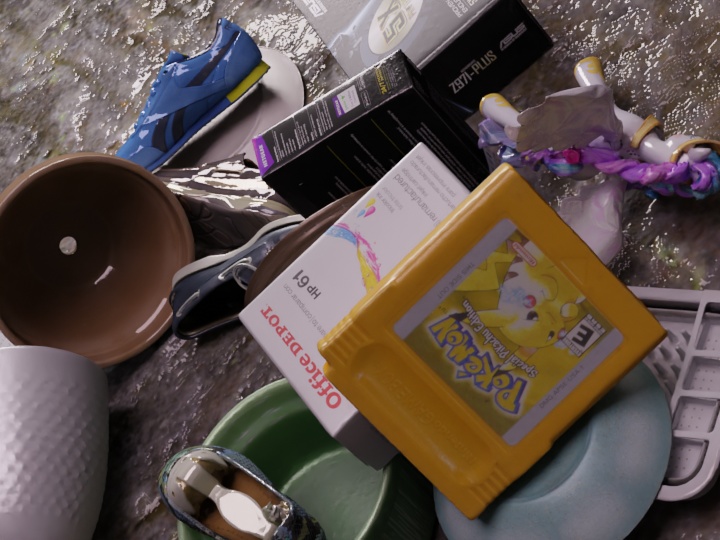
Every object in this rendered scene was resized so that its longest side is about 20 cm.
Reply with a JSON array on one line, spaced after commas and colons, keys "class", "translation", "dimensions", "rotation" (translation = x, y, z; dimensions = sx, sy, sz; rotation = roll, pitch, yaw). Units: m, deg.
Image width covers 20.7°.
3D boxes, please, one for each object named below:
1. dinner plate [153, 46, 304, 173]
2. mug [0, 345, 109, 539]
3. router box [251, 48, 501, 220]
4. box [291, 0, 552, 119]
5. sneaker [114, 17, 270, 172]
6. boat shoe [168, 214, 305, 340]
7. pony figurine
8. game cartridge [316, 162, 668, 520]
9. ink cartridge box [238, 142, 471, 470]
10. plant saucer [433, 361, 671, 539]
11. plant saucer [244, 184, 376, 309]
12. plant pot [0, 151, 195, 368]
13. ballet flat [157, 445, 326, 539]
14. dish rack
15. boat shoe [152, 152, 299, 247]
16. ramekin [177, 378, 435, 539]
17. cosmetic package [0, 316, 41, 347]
[{"class": "dinner plate", "translation": [-0.144, -0.142, 1.934], "dimensions": [0.200, 0.024, 0.201], "rotation": [-19, 50, 24]}, {"class": "mug", "translation": [-0.308, 0.189, 1.752], "dimensions": [0.200, 0.147, 0.176], "rotation": [-44, 43, 48]}, {"class": "router box", "translation": [0.026, -0.078, 1.636], "dimensions": [0.149, 0.200, 0.051], "rotation": [-30, 47, 16]}, {"class": "box", "translation": [0.053, -0.230, 1.806], "dimensions": [0.164, 0.086, 0.200], "rotation": [-40, 45, 7]}, {"class": "sneaker", "translation": [-0.182, -0.160, 1.890], "dimensions": [0.200, 0.078, 0.066], "rotation": [-42, 14, 3]}, {"class": "boat shoe", "translation": [-0.091, 0.007, 1.753], "dimensions": [0.200, 0.075, 0.062], "rotation": [-20, 48, 26]}, {"class": "pony figurine", "translation": [0.182, -0.095, 1.565], "dimensions": [0.193, 0.167, 0.200], "rotation": [-21, 31, -23]}, {"class": "game cartridge", "translation": [0.092, 0.053, 1.407], "dimensions": [0.200, 0.176, 0.032], "rotation": [-45, 14, 3]}, {"class": "ink cartridge box", "translation": [0.029, 0.028, 1.489], "dimensions": [0.200, 0.085, 0.145], "rotation": [-44, 54, 4]}, {"class": "plant saucer", "translation": [0.133, 0.131, 1.466], "dimensions": [0.201, 0.039, 0.202], "rotation": [-19, 52, 26]}, {"class": "plant saucer", "translation": [0.000, 0.000, 1.610], "dimensions": [0.200, 0.200, 0.030], "rotation": [-36, 61, 10]}, {"class": "plant pot", "translation": [-0.262, -0.016, 1.822], "dimensions": [0.201, 0.201, 0.093], "rotation": [-50, 26, -5]}, {"class": "ballet flat", "translation": [-0.102, 0.174, 1.507], "dimensions": [0.200, 0.074, 0.074], "rotation": [23, 75, 44]}, {"class": "dish rack", "translation": [0.205, 0.095, 1.495], "dimensions": [0.200, 0.044, 0.172], "rotation": [4, 64, 38]}, {"class": "boat shoe", "translation": [-0.116, -0.067, 1.836], "dimensions": [0.200, 0.075, 0.073], "rotation": [15, 56, 37]}, {"class": "ramekin", "translation": [-0.038, 0.192, 1.566], "dimensions": [0.200, 0.098, 0.201], "rotation": [-19, 50, 25]}, {"class": "cosmetic package", "translation": [-0.377, 0.076, 1.917], "dimensions": [0.200, 0.074, 0.102], "rotation": [19, 72, 42]}]
